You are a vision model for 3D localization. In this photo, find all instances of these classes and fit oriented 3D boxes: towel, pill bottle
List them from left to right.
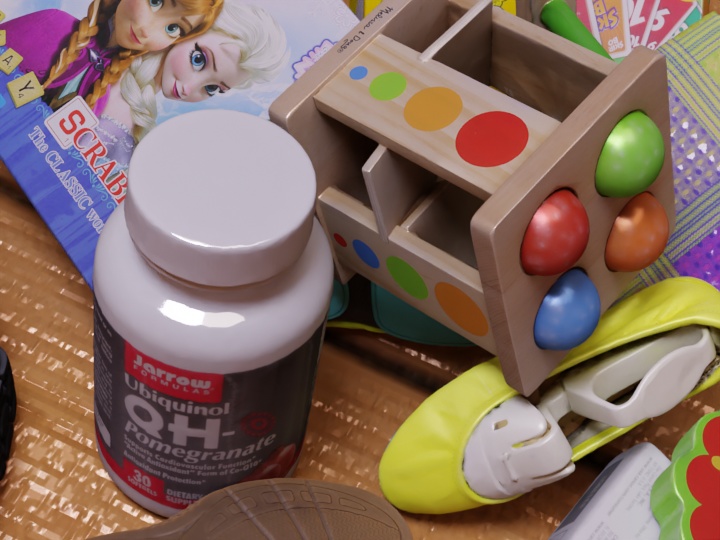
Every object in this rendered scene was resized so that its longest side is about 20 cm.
[{"bbox_3d":[-0.071,0.023,0.711,0.110,0.201,0.111,5,50,-6],"label":"pill bottle"},{"bbox_3d":[0.157,-0.032,0.829,0.200,0.023,0.144,-41,68,12],"label":"towel"}]

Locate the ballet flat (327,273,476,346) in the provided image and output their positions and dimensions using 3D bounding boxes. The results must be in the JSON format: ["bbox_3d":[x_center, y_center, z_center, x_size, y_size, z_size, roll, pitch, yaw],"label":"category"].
[{"bbox_3d":[0.000,0.000,0.834,0.198,0.067,0.067,0,36,-3],"label":"ballet flat"}]

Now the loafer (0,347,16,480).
[{"bbox_3d":[-0.209,0.115,0.698,0.070,0.068,0.202,1,45,0],"label":"loafer"}]

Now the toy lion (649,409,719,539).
[{"bbox_3d":[0.222,0.158,0.716,0.191,0.069,0.201,28,54,1],"label":"toy lion"}]

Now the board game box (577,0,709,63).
[{"bbox_3d":[0.149,-0.074,0.872,0.095,0.030,0.202,0,79,24],"label":"board game box"}]

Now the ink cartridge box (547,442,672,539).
[{"bbox_3d":[0.158,0.207,0.719,0.200,0.057,0.162,47,54,1],"label":"ink cartridge box"}]

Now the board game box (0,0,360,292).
[{"bbox_3d":[-0.105,-0.105,0.822,0.199,0.041,0.200,-37,67,-6],"label":"board game box"}]

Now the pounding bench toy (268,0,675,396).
[{"bbox_3d":[0.088,-0.068,0.737,0.155,0.125,0.200,30,64,33],"label":"pounding bench toy"}]

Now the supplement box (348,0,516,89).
[{"bbox_3d":[0.049,-0.147,0.935,0.108,0.109,0.201,5,50,-5],"label":"supplement box"}]

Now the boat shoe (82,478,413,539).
[{"bbox_3d":[-0.070,0.151,0.705,0.198,0.063,0.073,-9,37,-22],"label":"boat shoe"}]

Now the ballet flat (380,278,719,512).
[{"bbox_3d":[0.103,0.067,0.747,0.199,0.067,0.067,-29,26,-6],"label":"ballet flat"}]
